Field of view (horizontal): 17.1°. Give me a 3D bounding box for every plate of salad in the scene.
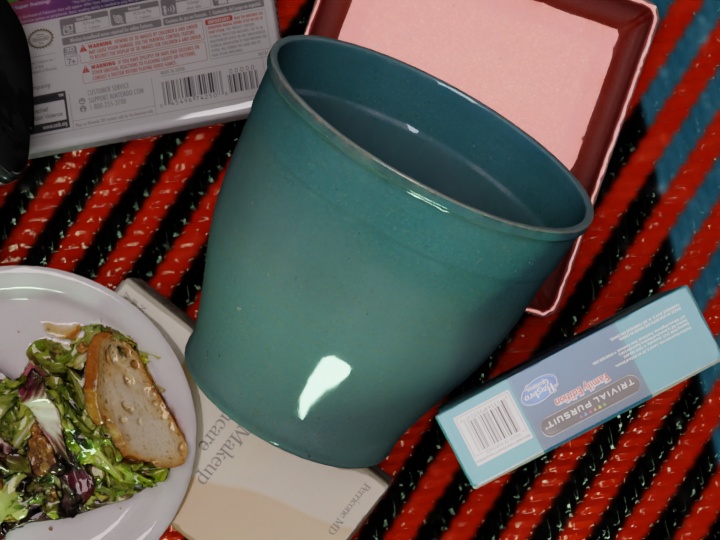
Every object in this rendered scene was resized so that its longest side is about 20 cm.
[{"bbox_3d":[-0.193,0.097,1.358,0.199,0.048,0.201,-1,103,-5],"label":"plate of salad"}]

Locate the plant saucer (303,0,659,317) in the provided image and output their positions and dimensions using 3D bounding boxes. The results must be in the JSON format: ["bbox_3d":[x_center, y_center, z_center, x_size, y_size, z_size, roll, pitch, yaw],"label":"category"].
[{"bbox_3d":[0.055,-0.096,1.446,0.199,0.037,0.201,19,89,3],"label":"plant saucer"}]

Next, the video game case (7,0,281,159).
[{"bbox_3d":[-0.152,-0.168,1.448,0.199,0.023,0.183,-10,82,8],"label":"video game case"}]

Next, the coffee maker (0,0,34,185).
[{"bbox_3d":[-0.304,-0.116,1.391,0.199,0.135,0.193,-17,81,12],"label":"coffee maker"}]

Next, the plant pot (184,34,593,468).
[{"bbox_3d":[0.000,0.000,1.343,0.200,0.200,0.188,29,110,3],"label":"plant pot"}]

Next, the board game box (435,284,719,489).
[{"bbox_3d":[0.119,0.065,1.355,0.151,0.200,0.047,-27,87,1],"label":"board game box"}]

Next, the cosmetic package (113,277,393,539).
[{"bbox_3d":[-0.088,0.104,1.426,0.200,0.071,0.105,37,91,3],"label":"cosmetic package"}]
